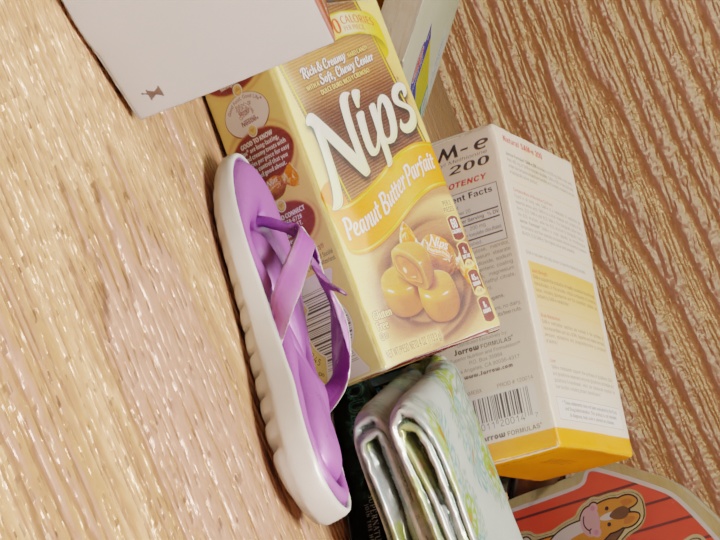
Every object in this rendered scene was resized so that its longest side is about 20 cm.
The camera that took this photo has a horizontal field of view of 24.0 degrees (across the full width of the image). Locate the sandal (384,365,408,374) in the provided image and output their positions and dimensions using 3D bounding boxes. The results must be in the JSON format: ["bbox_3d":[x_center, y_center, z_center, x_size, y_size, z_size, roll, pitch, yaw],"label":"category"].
[{"bbox_3d":[0.016,-0.007,1.117,0.201,0.075,0.045,62,-1,-30],"label":"sandal"}]

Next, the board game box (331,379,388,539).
[{"bbox_3d":[0.034,0.167,0.953,0.136,0.028,0.201,-101,168,-45],"label":"board game box"}]

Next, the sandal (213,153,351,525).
[{"bbox_3d":[-0.026,0.028,0.816,0.083,0.049,0.204,57,15,-57],"label":"sandal"}]

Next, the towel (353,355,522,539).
[{"bbox_3d":[0.053,0.138,0.885,0.200,0.048,0.173,-23,96,-80],"label":"towel"}]

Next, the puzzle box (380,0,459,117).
[{"bbox_3d":[0.038,-0.167,1.105,0.134,0.025,0.201,91,14,-55],"label":"puzzle box"}]

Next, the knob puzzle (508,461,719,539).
[{"bbox_3d":[0.154,0.209,1.040,0.030,0.219,0.221,22,44,-47],"label":"knob puzzle"}]

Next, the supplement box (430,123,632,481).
[{"bbox_3d":[0.096,0.024,1.052,0.126,0.073,0.202,17,59,-59],"label":"supplement box"}]

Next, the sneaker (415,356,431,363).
[{"bbox_3d":[0.000,0.000,1.037,0.200,0.072,0.078,53,26,-37],"label":"sneaker"}]

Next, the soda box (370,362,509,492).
[{"bbox_3d":[0.061,0.113,1.144,0.200,0.063,0.069,48,24,-71],"label":"soda box"}]

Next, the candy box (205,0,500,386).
[{"bbox_3d":[-0.007,-0.044,0.923,0.115,0.055,0.202,-16,85,-53],"label":"candy box"}]

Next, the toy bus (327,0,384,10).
[{"bbox_3d":[-0.012,-0.178,1.114,0.065,0.078,0.200,35,30,-5],"label":"toy bus"}]

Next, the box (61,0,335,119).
[{"bbox_3d":[-0.089,-0.189,0.751,0.125,0.097,0.201,61,12,-47],"label":"box"}]

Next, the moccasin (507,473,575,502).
[{"bbox_3d":[0.135,0.167,1.142,0.074,0.077,0.203,44,60,-70],"label":"moccasin"}]
